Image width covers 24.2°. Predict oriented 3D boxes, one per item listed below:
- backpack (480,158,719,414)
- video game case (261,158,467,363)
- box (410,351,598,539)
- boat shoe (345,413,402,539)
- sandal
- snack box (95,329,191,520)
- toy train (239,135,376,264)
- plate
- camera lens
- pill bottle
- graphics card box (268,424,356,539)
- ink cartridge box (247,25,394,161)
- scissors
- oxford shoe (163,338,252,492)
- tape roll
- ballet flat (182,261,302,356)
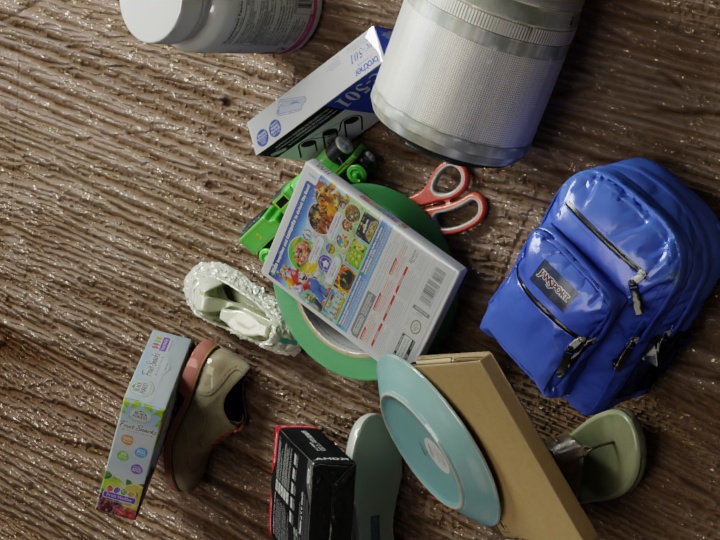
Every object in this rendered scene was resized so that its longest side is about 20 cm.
[{"bbox_3d":[0.218,0.011,1.477,0.163,0.168,0.200,44,122,21],"label":"backpack"},{"bbox_3d":[0.000,0.000,1.683,0.200,0.018,0.143,36,123,20],"label":"video game case"},{"bbox_3d":[0.130,0.167,1.569,0.200,0.021,0.163,60,158,-7],"label":"box"},{"bbox_3d":[-0.004,0.250,1.770,0.071,0.070,0.201,2,91,51],"label":"boat shoe"},{"bbox_3d":[0.193,0.190,1.598,0.201,0.057,0.080,-29,72,42],"label":"sandal"},{"bbox_3d":[-0.243,0.170,1.896,0.053,0.200,0.142,15,111,-3],"label":"snack box"},{"bbox_3d":[-0.058,-0.075,1.790,0.056,0.042,0.200,43,126,-6],"label":"toy train"},{"bbox_3d":[0.068,0.173,1.654,0.200,0.026,0.200,51,161,25],"label":"plate"},{"bbox_3d":[0.108,-0.207,1.559,0.160,0.160,0.200,35,117,33],"label":"camera lens"},{"bbox_3d":[-0.145,-0.283,1.745,0.113,0.200,0.114,5,98,41],"label":"pill bottle"},{"bbox_3d":[-0.053,0.240,1.755,0.200,0.051,0.126,-159,73,-76],"label":"graphics card box"},{"bbox_3d":[-0.016,-0.177,1.712,0.200,0.094,0.044,-33,66,39],"label":"ink cartridge box"},{"bbox_3d":[0.040,-0.053,1.715,0.200,0.014,0.073,-22,86,31],"label":"scissors"},{"bbox_3d":[-0.173,0.179,1.914,0.075,0.070,0.200,23,121,15],"label":"oxford shoe"},{"bbox_3d":[0.003,0.012,1.726,0.200,0.048,0.201,12,112,32],"label":"tape roll"},{"bbox_3d":[-0.141,0.039,1.870,0.200,0.072,0.072,23,110,38],"label":"ballet flat"}]
